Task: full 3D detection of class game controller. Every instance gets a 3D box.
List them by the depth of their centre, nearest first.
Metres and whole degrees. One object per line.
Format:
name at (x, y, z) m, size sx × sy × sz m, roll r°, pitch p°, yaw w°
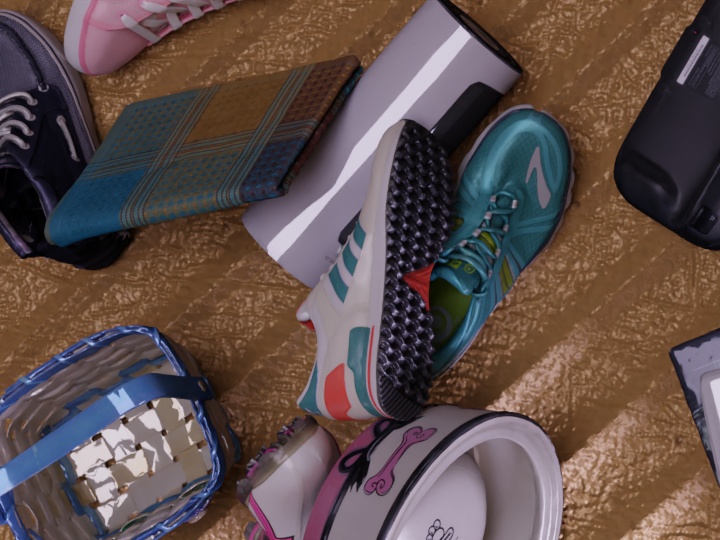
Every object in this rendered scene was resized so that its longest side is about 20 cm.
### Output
game controller at (0.242, -0.116, 1.660) m, size 0.104 × 0.042 × 0.201 m, roll 35°, pitch 98°, yaw 33°

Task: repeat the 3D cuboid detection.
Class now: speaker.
speaker at (0.012, -0.082, 1.713) m, size 0.081 × 0.081 × 0.200 m, roll 45°, pitch 101°, yaw 17°

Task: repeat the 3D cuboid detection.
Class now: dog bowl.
dog bowl at (0.040, 0.173, 1.633) m, size 0.073 × 0.200 × 0.201 m, roll 22°, pitch 94°, yaw 36°

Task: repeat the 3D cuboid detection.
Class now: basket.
basket at (-0.170, 0.116, 1.702) m, size 0.176 × 0.200 × 0.140 m, roll -31°, pitch 76°, yaw 16°

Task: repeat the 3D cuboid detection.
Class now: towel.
towel at (-0.104, -0.077, 1.712) m, size 0.199 × 0.147 × 0.022 m, roll -9°, pitch 125°, yaw 35°

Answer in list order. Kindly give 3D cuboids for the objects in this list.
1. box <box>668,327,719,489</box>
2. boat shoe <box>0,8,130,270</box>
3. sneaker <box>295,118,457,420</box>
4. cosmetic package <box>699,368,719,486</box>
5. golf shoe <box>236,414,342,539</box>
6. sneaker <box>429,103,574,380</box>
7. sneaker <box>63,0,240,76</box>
box at (0.318, 0.103, 1.568) m, size 0.199 × 0.124 × 0.198 m, roll -23°, pitch 81°, yaw 17°
boat shoe at (-0.231, -0.094, 1.794) m, size 0.074 × 0.093 × 0.201 m, roll -35°, pitch 76°, yaw 22°
sneaker at (0.000, 0.001, 1.635) m, size 0.093 × 0.070 × 0.201 m, roll -10°, pitch 64°, yaw 36°
cosmetic package at (0.309, 0.117, 1.419) m, size 0.199 × 0.165 × 0.166 m, roll -14°, pitch 82°, yaw 17°
golf shoe at (-0.026, 0.159, 1.662) m, size 0.092 × 0.200 × 0.073 m, roll 40°, pitch 70°, yaw 19°
sneaker at (0.077, -0.011, 1.680) m, size 0.077 × 0.080 × 0.201 m, roll 28°, pitch 98°, yaw 2°
sneaker at (-0.113, -0.198, 1.769) m, size 0.105 × 0.075 × 0.201 m, roll 39°, pitch 96°, yaw 23°
